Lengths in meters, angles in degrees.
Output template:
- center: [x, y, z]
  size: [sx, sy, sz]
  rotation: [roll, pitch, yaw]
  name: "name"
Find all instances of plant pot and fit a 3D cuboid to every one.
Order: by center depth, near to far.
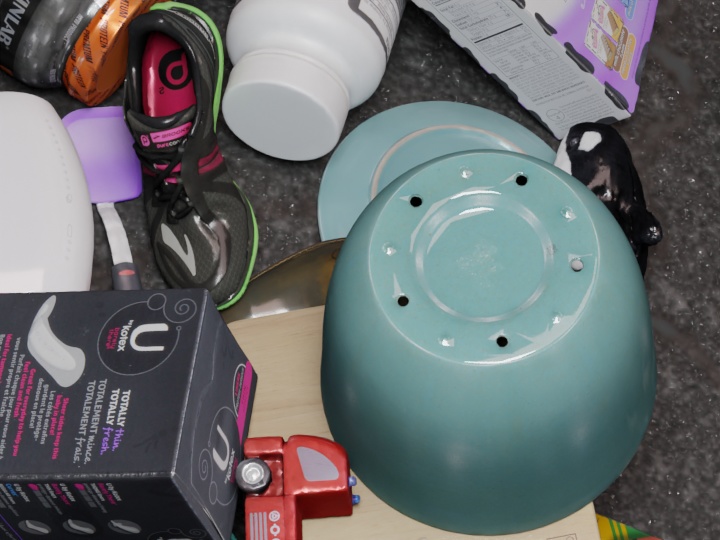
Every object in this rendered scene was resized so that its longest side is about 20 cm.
- center: [0.070, 0.027, 1.275]
  size: [0.199, 0.161, 0.202]
  rotation: [-1, 66, 3]
  name: "plant pot"

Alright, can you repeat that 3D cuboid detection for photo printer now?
- center: [-0.265, -0.030, 1.411]
  size: [0.198, 0.070, 0.167]
  rotation: [-4, 59, -14]
  name: "photo printer"

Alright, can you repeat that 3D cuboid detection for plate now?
- center: [0.070, -0.035, 1.543]
  size: [0.198, 0.026, 0.202]
  rotation: [7, 59, -11]
  name: "plate"

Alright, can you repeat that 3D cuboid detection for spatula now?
- center: [-0.156, -0.015, 1.469]
  size: [0.056, 0.021, 0.201]
  rotation: [-4, 63, -20]
  name: "spatula"

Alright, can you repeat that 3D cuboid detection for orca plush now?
- center: [0.162, -0.016, 1.510]
  size: [0.105, 0.071, 0.201]
  rotation: [36, 53, -24]
  name: "orca plush"

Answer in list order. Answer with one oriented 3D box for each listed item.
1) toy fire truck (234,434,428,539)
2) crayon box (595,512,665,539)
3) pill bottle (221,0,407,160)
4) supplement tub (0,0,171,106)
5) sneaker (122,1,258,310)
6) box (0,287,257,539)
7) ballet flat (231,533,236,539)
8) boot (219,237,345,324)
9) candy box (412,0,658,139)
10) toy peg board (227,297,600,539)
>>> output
- center: [0.003, 0.185, 1.268]
  size: [0.140, 0.049, 0.201]
  rotation: [-3, 64, 2]
  name: "toy fire truck"
- center: [0.106, 0.236, 1.380]
  size: [0.126, 0.051, 0.201]
  rotation: [21, 58, -3]
  name: "crayon box"
- center: [-0.027, -0.177, 1.546]
  size: [0.110, 0.111, 0.201]
  rotation: [20, 57, -4]
  name: "pill bottle"
- center: [-0.229, -0.203, 1.497]
  size: [0.199, 0.123, 0.123]
  rotation: [35, 57, 6]
  name: "supplement tub"
- center: [-0.118, -0.071, 1.450]
  size: [0.076, 0.084, 0.202]
  rotation: [-14, 84, 19]
  name: "sneaker"
- center: [-0.172, 0.088, 1.309]
  size: [0.198, 0.106, 0.123]
  rotation: [-2, 58, 17]
  name: "box"
- center: [-0.106, 0.152, 1.361]
  size: [0.068, 0.068, 0.201]
  rotation: [-17, 66, -16]
  name: "ballet flat"
- center: [0.000, 0.000, 1.445]
  size: [0.199, 0.097, 0.075]
  rotation: [-17, 74, -9]
  name: "boot"
- center: [0.118, -0.220, 1.581]
  size: [0.200, 0.071, 0.169]
  rotation: [40, 51, -31]
  name: "candy box"
- center: [0.032, 0.124, 1.374]
  size: [0.198, 0.098, 0.201]
  rotation: [-10, 65, 0]
  name: "toy peg board"
